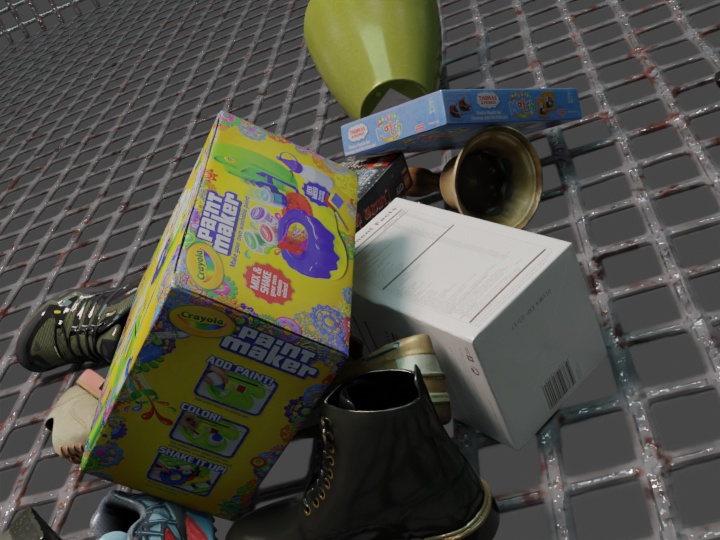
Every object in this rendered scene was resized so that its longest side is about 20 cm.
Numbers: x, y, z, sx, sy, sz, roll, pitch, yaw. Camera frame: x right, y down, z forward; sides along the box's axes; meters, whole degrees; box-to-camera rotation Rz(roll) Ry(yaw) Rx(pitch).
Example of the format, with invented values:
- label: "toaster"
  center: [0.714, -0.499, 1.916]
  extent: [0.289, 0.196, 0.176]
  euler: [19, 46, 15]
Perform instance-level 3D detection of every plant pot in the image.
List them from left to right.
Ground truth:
- label: "plant pot"
  center: [0.030, -0.258, 1.160]
  extent: [0.185, 0.188, 0.202]
  euler: [-20, 45, 8]

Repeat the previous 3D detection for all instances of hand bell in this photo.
- label: "hand bell"
  center: [0.086, -0.090, 0.946]
  extent: [0.104, 0.105, 0.199]
  euler: [-37, 20, -20]

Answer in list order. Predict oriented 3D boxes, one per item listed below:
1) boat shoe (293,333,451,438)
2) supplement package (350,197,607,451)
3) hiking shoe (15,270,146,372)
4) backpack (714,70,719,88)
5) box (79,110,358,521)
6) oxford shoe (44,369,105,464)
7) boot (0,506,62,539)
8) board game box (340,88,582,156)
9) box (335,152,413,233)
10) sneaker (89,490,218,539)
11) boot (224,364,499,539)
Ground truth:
- label: "boat shoe"
  center: [-0.011, 0.085, 0.690]
  extent: [0.071, 0.077, 0.198]
  euler: [3, -13, -45]
- label: "supplement package"
  center: [0.072, 0.032, 0.717]
  extent: [0.113, 0.110, 0.199]
  euler: [-39, 33, -22]
- label: "hiking shoe"
  center: [-0.276, 0.062, 0.962]
  extent: [0.198, 0.076, 0.101]
  euler: [-24, 27, 1]
- label: "backpack"
  center: [0.452, -0.251, 0.848]
  extent: [0.189, 0.156, 0.200]
  euler: [16, 45, 34]
- label: "box"
  center: [-0.098, 0.031, 0.666]
  extent: [0.194, 0.121, 0.201]
  euler: [-56, 19, 36]
- label: "oxford shoe"
  center: [-0.226, 0.150, 0.808]
  extent: [0.074, 0.071, 0.199]
  euler: [-42, 24, -19]
- label: "boot"
  center: [-0.263, 0.265, 0.665]
  extent: [0.130, 0.068, 0.199]
  euler: [-41, 26, -17]
- label: "board game box"
  center: [0.103, -0.149, 0.926]
  extent: [0.198, 0.037, 0.150]
  euler: [-11, 1, -39]
- label: "box"
  center: [-0.049, -0.048, 0.891]
  extent: [0.135, 0.038, 0.200]
  euler: [-6, 28, 33]
- label: "sneaker"
  center: [-0.138, 0.213, 0.594]
  extent: [0.080, 0.095, 0.200]
  euler: [-59, 27, 5]
- label: "boot"
  center: [-0.023, 0.132, 0.606]
  extent: [0.197, 0.139, 0.078]
  euler: [-18, 31, 15]
